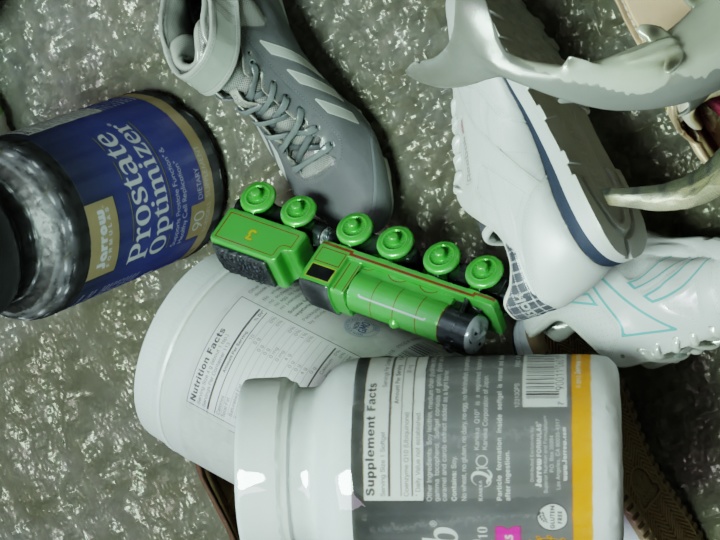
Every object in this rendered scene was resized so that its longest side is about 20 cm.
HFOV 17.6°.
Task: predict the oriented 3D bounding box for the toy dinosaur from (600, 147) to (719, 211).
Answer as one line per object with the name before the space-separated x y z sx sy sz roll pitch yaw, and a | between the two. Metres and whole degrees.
toy dinosaur | 0.208 -0.056 1.127 0.200 0.047 0.089 -39 56 32

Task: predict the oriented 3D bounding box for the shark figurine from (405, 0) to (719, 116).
shark figurine | 0.140 -0.099 1.117 0.090 0.213 0.129 95 152 -65

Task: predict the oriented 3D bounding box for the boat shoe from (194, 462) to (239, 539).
boat shoe | -0.047 0.194 1.479 0.072 0.072 0.201 -21 93 40

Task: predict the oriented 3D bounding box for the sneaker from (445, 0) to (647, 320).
sneaker | 0.078 -0.072 1.247 0.080 0.076 0.201 -37 56 29

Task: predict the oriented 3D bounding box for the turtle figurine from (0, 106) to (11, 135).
turtle figurine | -0.311 -0.147 1.512 0.144 0.199 0.195 19 128 70

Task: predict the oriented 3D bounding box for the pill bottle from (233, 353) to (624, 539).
pill bottle | 0.038 0.103 1.222 0.198 0.116 0.117 -1 108 6

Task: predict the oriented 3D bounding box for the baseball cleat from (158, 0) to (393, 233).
baseball cleat | -0.058 -0.099 1.357 0.070 0.106 0.201 -34 87 35

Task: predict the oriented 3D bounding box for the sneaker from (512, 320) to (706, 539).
sneaker | 0.115 0.125 1.332 0.108 0.070 0.201 -28 92 38

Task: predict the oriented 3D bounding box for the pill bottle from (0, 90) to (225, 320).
pill bottle | -0.183 -0.035 1.414 0.111 0.200 0.113 14 114 33

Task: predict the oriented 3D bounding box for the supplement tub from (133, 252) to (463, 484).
supplement tub | -0.020 0.083 1.380 0.199 0.132 0.133 25 120 29

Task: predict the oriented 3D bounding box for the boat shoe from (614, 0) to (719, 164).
boat shoe | 0.189 -0.095 1.194 0.200 0.069 0.074 53 129 9

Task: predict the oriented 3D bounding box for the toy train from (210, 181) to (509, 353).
toy train | 0.000 0.000 1.331 0.199 0.057 0.042 19 151 31

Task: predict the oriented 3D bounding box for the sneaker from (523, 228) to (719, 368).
sneaker | 0.171 0.019 1.239 0.199 0.070 0.081 13 87 39
